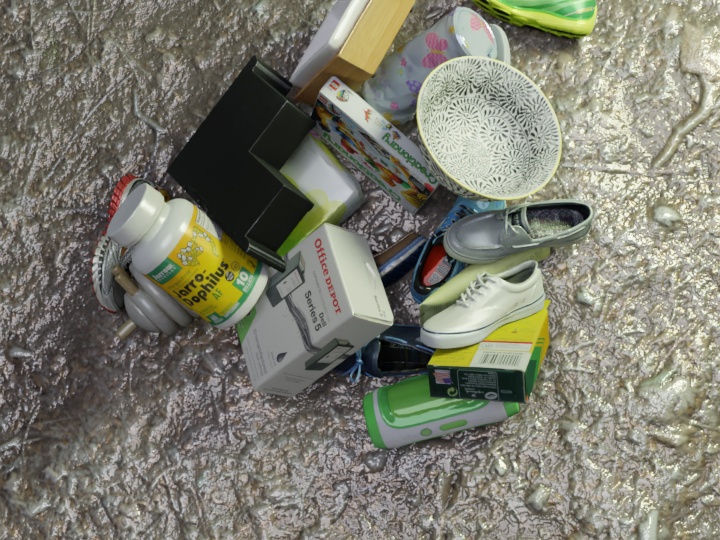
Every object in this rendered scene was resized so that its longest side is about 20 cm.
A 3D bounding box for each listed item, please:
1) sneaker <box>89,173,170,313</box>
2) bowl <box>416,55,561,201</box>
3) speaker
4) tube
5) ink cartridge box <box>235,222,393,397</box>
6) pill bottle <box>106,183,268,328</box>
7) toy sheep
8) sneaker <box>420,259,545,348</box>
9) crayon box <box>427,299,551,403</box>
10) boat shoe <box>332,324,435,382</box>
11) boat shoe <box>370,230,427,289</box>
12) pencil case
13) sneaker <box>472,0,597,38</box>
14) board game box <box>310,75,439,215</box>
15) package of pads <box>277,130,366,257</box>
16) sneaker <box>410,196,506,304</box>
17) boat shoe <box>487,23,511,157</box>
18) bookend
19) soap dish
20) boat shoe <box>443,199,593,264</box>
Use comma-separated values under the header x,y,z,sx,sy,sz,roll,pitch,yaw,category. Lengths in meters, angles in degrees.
x,y,z,sx,sy,sz,roll,pitch,yaw,category
-0.332,-0.036,1.648,0.081,0.078,0.202,13,86,13,sneaker
0.148,-0.164,1.462,0.199,0.094,0.203,8,66,-18,bowl
0.107,0.178,1.528,0.198,0.088,0.089,-16,80,10,speaker
0.160,0.008,1.530,0.199,0.052,0.058,-33,117,-8,tube
-0.068,0.054,1.517,0.200,0.084,0.147,-38,56,30,ink cartridge box
-0.226,-0.022,1.490,0.200,0.113,0.113,39,92,-25,pill bottle
-0.271,0.019,1.602,0.200,0.138,0.138,-43,77,-1,toy sheep
0.155,0.039,1.472,0.073,0.199,0.072,21,126,48,sneaker
0.173,0.099,1.483,0.126,0.200,0.051,1,115,21,crayon box
0.024,0.107,1.549,0.198,0.069,0.085,-8,113,11,boat shoe
0.000,0.000,1.578,0.199,0.072,0.073,-37,74,6,boat shoe
0.090,-0.273,1.544,0.199,0.083,0.091,-29,91,41,pencil case
0.233,-0.383,1.581,0.198,0.074,0.084,19,89,4,sneaker
0.020,-0.166,1.546,0.200,0.126,0.035,40,74,1,board game box
-0.105,-0.127,1.618,0.154,0.068,0.200,-41,77,5,package of pads
0.134,-0.039,1.546,0.078,0.090,0.201,29,89,13,sneaker
0.190,-0.231,1.566,0.074,0.086,0.204,-6,85,34,boat shoe
-0.123,-0.142,1.509,0.199,0.092,0.201,42,97,34,bookend
-0.011,-0.312,1.551,0.081,0.200,0.158,33,72,-12,soap dish
0.207,-0.060,1.486,0.198,0.072,0.071,-9,69,-6,boat shoe
